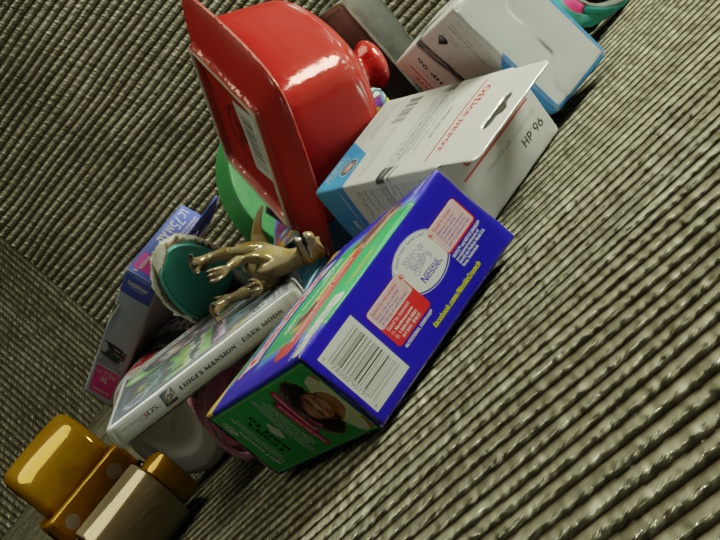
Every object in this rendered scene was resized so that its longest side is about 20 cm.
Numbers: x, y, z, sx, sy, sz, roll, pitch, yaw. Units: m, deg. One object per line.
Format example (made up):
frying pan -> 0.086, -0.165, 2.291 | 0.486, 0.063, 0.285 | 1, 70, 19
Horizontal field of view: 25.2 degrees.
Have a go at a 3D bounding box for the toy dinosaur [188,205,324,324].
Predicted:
toy dinosaur -> -0.081, -0.005, 1.287 | 0.100, 0.059, 0.200 | -23, 13, -14

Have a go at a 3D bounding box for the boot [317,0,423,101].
boot -> 0.042, -0.176, 1.488 | 0.073, 0.200, 0.182 | -49, 6, -1

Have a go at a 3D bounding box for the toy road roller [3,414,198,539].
toy road roller -> -0.243, 0.205, 1.458 | 0.123, 0.146, 0.200 | -51, 7, -17

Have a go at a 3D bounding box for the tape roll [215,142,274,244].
tape roll -> -0.060, -0.109, 1.785 | 0.201, 0.200, 0.048 | -52, 8, -29

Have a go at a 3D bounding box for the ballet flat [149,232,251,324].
ballet flat -> -0.133, 0.015, 1.432 | 0.071, 0.200, 0.073 | -14, 63, 29

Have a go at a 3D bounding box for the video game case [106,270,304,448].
video game case -> -0.123, 0.060, 1.305 | 0.181, 0.023, 0.200 | -38, 9, 1

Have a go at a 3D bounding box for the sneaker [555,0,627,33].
sneaker -> 0.191, -0.260, 1.465 | 0.121, 0.083, 0.201 | -51, 13, 32

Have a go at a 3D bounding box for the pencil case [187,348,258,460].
pencil case -> -0.103, 0.105, 1.362 | 0.083, 0.087, 0.200 | -42, 9, -6

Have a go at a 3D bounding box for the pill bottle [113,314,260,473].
pill bottle -> -0.146, 0.091, 1.565 | 0.120, 0.119, 0.200 | -44, 8, 37

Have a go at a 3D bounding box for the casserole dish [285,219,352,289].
casserole dish -> -0.012, -0.003, 1.380 | 0.122, 0.039, 0.200 | -54, 25, -7

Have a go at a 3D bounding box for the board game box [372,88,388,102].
board game box -> 0.008, -0.122, 1.669 | 0.200, 0.104, 0.104 | -41, 51, 54

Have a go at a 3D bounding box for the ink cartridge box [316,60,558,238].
ink cartridge box -> 0.070, -0.087, 1.245 | 0.199, 0.068, 0.116 | -8, 39, 54

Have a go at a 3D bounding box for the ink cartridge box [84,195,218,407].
ink cartridge box -> -0.198, 0.023, 1.528 | 0.201, 0.042, 0.120 | -61, -2, 40

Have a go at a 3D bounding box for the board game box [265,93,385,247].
board game box -> -0.042, -0.105, 1.500 | 0.158, 0.039, 0.200 | -46, 16, 14

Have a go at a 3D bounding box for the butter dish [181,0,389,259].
butter dish -> -0.043, -0.147, 1.373 | 0.147, 0.201, 0.200 | -29, 44, -14

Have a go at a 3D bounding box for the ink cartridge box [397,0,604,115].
ink cartridge box -> 0.106, -0.170, 1.335 | 0.068, 0.116, 0.200 | -49, 5, -16

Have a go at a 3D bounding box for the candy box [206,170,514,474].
candy box -> -0.004, 0.041, 1.103 | 0.170, 0.077, 0.200 | -53, 6, -26
